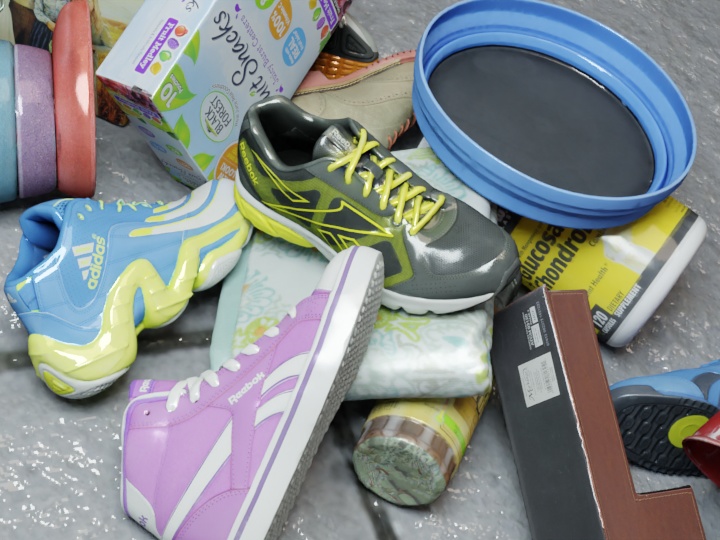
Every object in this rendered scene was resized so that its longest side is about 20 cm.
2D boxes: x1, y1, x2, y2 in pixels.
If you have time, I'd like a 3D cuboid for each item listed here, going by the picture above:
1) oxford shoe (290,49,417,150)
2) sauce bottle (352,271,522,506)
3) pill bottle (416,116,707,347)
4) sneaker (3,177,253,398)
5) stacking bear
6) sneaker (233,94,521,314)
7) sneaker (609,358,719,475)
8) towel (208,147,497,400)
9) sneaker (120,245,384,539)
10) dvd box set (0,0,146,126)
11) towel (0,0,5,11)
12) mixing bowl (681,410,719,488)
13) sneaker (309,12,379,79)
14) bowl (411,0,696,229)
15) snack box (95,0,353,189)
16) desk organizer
[{"bbox_3d":[0.013,-0.111,1.001,0.200,0.070,0.075,-16,61,-21],"label":"oxford shoe"},{"bbox_3d":[0.058,0.061,0.866,0.065,0.065,0.200,28,47,2],"label":"sauce bottle"},{"bbox_3d":[0.137,-0.043,0.958,0.200,0.112,0.112,35,46,9],"label":"pill bottle"},{"bbox_3d":[-0.141,-0.019,0.817,0.105,0.076,0.200,58,42,-24],"label":"sneaker"},{"bbox_3d":[-0.270,-0.097,0.839,0.200,0.121,0.114,-2,55,-13],"label":"stacking bear"},{"bbox_3d":[0.002,-0.041,0.798,0.200,0.085,0.074,22,55,22],"label":"sneaker"},{"bbox_3d":[0.244,0.093,0.925,0.200,0.066,0.078,6,37,-19],"label":"sneaker"},{"bbox_3d":[0.000,0.000,0.856,0.171,0.048,0.200,-5,46,13],"label":"towel"},{"bbox_3d":[-0.069,0.062,0.752,0.114,0.073,0.201,26,83,11],"label":"sneaker"},{"bbox_3d":[-0.204,-0.190,0.879,0.146,0.200,0.029,24,55,-3],"label":"dvd box set"},{"bbox_3d":[-0.325,-0.150,0.831,0.147,0.022,0.200,-22,18,-36],"label":"towel"},{"bbox_3d":[0.311,0.119,0.814,0.200,0.200,0.108,36,82,9],"label":"mixing bowl"},{"bbox_3d":[-0.063,-0.225,1.062,0.200,0.076,0.092,34,42,6],"label":"sneaker"},{"bbox_3d":[0.128,-0.107,0.904,0.201,0.039,0.201,12,46,-12],"label":"bowl"},{"bbox_3d":[-0.079,-0.166,0.894,0.053,0.142,0.200,25,74,24],"label":"snack box"},{"bbox_3d":[0.145,0.112,0.814,0.077,0.072,0.200,-2,72,-29],"label":"desk organizer"}]
